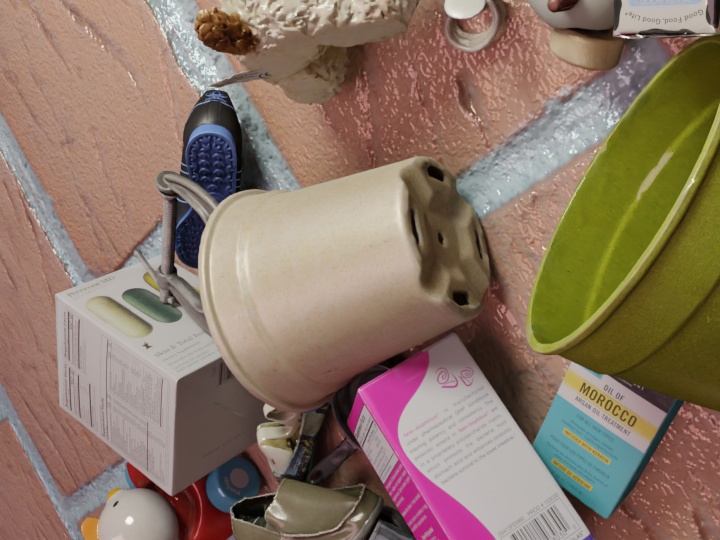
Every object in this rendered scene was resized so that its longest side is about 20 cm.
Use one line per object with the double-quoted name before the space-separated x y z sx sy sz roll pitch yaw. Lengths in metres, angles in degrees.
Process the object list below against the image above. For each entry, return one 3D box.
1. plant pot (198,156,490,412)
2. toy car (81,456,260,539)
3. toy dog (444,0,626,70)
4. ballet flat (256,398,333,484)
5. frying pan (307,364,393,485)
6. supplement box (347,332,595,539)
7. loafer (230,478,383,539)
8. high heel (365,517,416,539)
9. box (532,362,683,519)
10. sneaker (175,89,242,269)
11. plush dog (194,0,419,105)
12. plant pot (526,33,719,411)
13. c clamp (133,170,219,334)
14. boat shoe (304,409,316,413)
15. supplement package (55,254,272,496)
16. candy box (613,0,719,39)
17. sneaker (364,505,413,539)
"plant pot" 0.000 0.000 0.734 0.182 0.200 0.203 -19 95 32
"toy car" -0.256 0.280 1.051 0.178 0.199 0.184 53 133 10
"toy dog" 0.104 -0.205 0.590 0.199 0.096 0.134 18 118 41
"ballet flat" -0.075 0.159 0.929 0.074 0.074 0.202 34 123 25
"frying pan" 0.016 0.168 0.874 0.114 0.031 0.192 27 127 17
"supplement box" 0.084 0.171 0.729 0.201 0.100 0.104 58 161 17
"loafer" -0.065 0.254 0.905 0.199 0.075 0.070 -24 107 33
"high heel" 0.037 0.360 0.868 0.141 0.071 0.202 27 99 1
"box" 0.202 0.089 0.673 0.082 0.049 0.202 33 127 26
"sneaker" -0.151 -0.088 0.898 0.069 0.079 0.201 8 138 -10
"plush dog" -0.060 -0.245 0.690 0.200 0.159 0.174 -29 65 58
"plant pot" 0.229 0.003 0.509 0.191 0.201 0.201 29 129 -3
"c clamp" -0.177 -0.020 0.868 0.171 0.027 0.201 48 143 22
"boat shoe" -0.090 0.042 0.849 0.202 0.083 0.069 63 180 19
"supplement package" -0.214 0.106 0.973 0.199 0.151 0.152 27 123 30
"candy box" 0.193 -0.238 0.482 0.060 0.136 0.203 10 114 39
"sneaker" -0.030 0.316 0.931 0.199 0.114 0.077 -35 86 41
